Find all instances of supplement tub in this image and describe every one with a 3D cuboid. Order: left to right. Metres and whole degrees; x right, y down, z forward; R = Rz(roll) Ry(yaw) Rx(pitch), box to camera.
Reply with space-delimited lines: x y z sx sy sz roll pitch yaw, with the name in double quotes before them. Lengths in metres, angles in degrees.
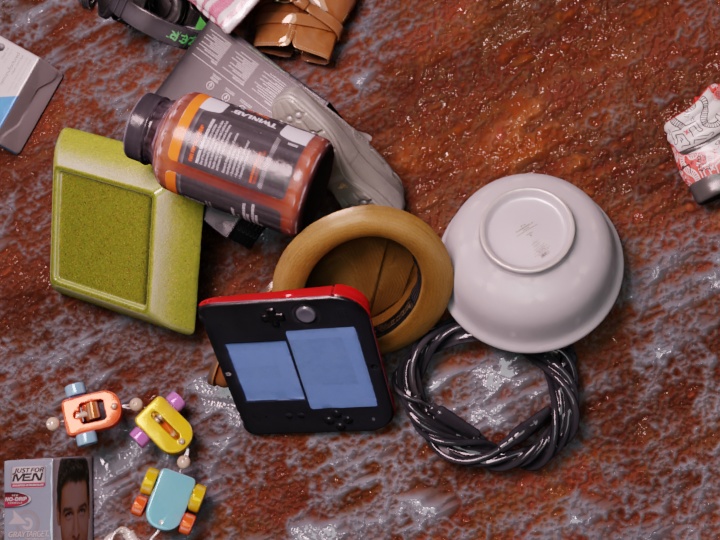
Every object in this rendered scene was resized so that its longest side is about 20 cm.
"supplement tub" -0.134 -0.114 1.125 0.199 0.107 0.107 21 87 6

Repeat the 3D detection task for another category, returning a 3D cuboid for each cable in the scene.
"cable" 0.132 0.130 1.193 0.199 0.051 0.164 1 87 9

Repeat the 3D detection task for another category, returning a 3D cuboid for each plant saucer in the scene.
"plant saucer" -0.271 -0.039 1.236 0.199 0.048 0.201 16 110 23

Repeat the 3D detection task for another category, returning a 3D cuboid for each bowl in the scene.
"bowl" 0.172 -0.024 1.154 0.200 0.090 0.202 -4 65 9

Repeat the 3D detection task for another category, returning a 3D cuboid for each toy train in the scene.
"toy train" -0.252 0.212 1.236 0.150 0.056 0.201 -18 77 -12

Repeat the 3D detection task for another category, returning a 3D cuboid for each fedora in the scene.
"fedora" 0.000 0.000 1.170 0.200 0.201 0.082 -17 38 8

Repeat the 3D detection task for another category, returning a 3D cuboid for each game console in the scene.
"game console" -0.062 0.099 1.173 0.176 0.201 0.031 -7 39 9

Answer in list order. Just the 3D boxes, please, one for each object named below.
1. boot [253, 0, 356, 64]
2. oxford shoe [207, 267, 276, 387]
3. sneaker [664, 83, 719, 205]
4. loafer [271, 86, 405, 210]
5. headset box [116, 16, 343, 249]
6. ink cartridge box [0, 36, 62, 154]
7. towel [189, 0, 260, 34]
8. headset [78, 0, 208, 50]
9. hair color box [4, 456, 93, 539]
"boot" -0.103 -0.326 1.282 0.199 0.074 0.155 13 84 12
"oxford shoe" -0.093 0.058 1.233 0.071 0.071 0.200 39 90 8
"sneaker" 0.418 -0.159 1.160 0.201 0.067 0.108 -26 81 9
"loafer" -0.021 -0.125 1.197 0.070 0.200 0.070 -13 42 36
"headset box" -0.149 -0.146 1.258 0.174 0.093 0.200 37 91 13
"ink cartridge box" -0.477 -0.240 1.350 0.199 0.067 0.116 29 89 13
"towel" -0.157 -0.365 1.242 0.146 0.030 0.200 -49 60 5
"headset" -0.259 -0.303 1.297 0.200 0.123 0.094 44 114 28
"hair color box" -0.341 0.307 1.231 0.060 0.099 0.201 -5 81 11
